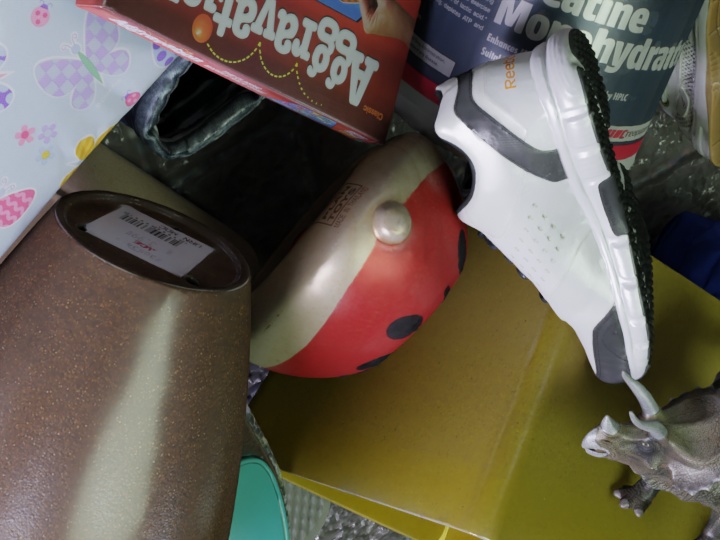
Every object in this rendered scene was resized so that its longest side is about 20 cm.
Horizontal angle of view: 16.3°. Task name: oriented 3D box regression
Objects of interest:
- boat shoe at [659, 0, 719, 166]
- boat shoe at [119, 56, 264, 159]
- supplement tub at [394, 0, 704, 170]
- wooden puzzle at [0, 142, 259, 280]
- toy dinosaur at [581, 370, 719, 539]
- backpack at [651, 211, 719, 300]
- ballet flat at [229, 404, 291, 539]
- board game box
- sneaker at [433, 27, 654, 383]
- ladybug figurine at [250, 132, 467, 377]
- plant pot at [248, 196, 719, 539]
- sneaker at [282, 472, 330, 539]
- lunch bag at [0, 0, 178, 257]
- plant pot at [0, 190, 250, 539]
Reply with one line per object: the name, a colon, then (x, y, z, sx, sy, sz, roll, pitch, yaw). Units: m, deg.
boat shoe: (0.182, -0.144, 1.337, 0.071, 0.069, 0.200, -35, 145, -27)
boat shoe: (-0.048, -0.143, 1.173, 0.200, 0.091, 0.071, -51, 134, 6)
supplement tub: (0.102, -0.154, 1.234, 0.140, 0.140, 0.200, 5, 117, -37)
wooden puzzle: (-0.166, 0.031, 1.255, 0.185, 0.037, 0.200, 34, 93, -45)
toy dinosaur: (0.187, 0.078, 1.248, 0.200, 0.077, 0.102, -27, 152, -43)
backpack: (0.218, 0.081, 1.455, 0.162, 0.168, 0.200, 16, 106, -35)
ballet flat: (-0.084, 0.091, 1.276, 0.072, 0.072, 0.200, -24, 117, -19)
board game box: (-0.041, -0.133, 1.120, 0.200, 0.019, 0.103, 22, 81, -50)
sneaker: (0.091, -0.026, 1.189, 0.080, 0.074, 0.200, -13, 126, 12)
ladybug figurine: (0.000, 0.000, 1.229, 0.072, 0.200, 0.136, 39, 78, -4)
plant pot: (0.085, 0.066, 1.340, 0.200, 0.200, 0.177, 29, 80, -43)
sneaker: (-0.102, 0.144, 1.353, 0.200, 0.079, 0.079, -26, 100, -47)
lunch bag: (-0.199, -0.108, 1.071, 0.170, 0.127, 0.200, -48, 131, -4)
plant pot: (-0.128, 0.072, 1.145, 0.187, 0.187, 0.200, 7, 115, -38)
